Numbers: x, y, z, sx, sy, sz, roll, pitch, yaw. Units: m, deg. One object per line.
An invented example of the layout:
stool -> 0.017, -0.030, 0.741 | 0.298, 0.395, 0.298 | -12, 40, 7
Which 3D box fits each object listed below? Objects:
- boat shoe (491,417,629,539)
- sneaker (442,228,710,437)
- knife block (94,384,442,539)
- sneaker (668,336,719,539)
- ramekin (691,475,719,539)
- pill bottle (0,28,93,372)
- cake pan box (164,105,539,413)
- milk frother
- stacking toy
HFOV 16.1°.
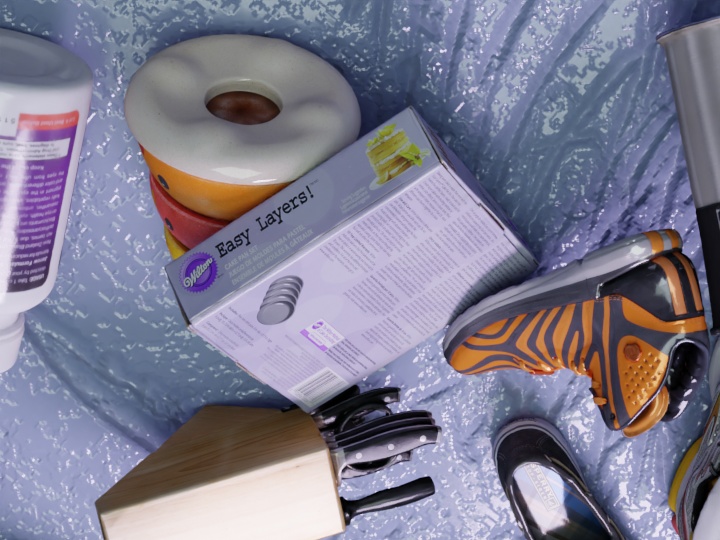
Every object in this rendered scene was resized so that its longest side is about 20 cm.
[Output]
boat shoe -> 0.151, 0.190, 1.705 | 0.070, 0.066, 0.201 | -25, 109, 10
sneaker -> 0.135, 0.057, 1.597 | 0.199, 0.077, 0.113 | -27, 77, 45
knife block -> -0.048, 0.140, 1.635 | 0.174, 0.200, 0.064 | 2, 116, 32
sneaker -> 0.260, 0.109, 1.662 | 0.077, 0.082, 0.201 | 12, 111, -4
ramekin -> 0.319, 0.175, 1.631 | 0.199, 0.098, 0.202 | -19, 130, -24
pill bottle -> -0.238, -0.041, 1.593 | 0.111, 0.112, 0.201 | 12, 111, -4
cake pan box -> 0.000, 0.000, 1.575 | 0.183, 0.053, 0.200 | -32, 152, 10
milk frother -> 0.291, -0.067, 1.574 | 0.179, 0.200, 0.190 | -10, 88, 14
stacking toy -> -0.079, -0.033, 1.600 | 0.145, 0.147, 0.201 | 6, 127, -2
